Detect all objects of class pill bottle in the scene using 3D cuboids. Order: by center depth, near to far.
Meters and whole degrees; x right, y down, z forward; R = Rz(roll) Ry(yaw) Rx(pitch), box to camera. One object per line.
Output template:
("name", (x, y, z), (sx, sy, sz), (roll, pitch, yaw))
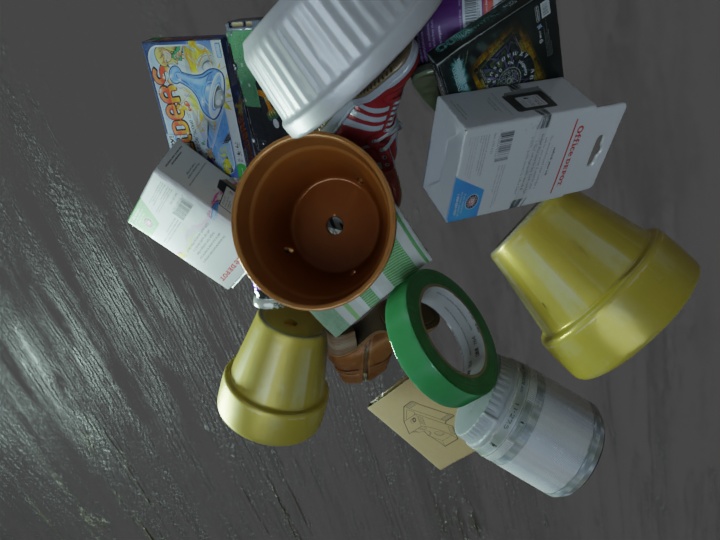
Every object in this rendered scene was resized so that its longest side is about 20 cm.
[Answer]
("pill bottle", (0.080, -0.287, 0.634), (0.195, 0.113, 0.115), (0, 122, 21))

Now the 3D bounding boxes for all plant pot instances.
("plant pot", (-0.046, -0.060, 0.690), (0.195, 0.140, 0.206), (1, 93, 9))
("plant pot", (0.278, -0.002, 0.698), (0.189, 0.200, 0.202), (45, 127, 8))
("plant pot", (-0.140, 0.167, 0.971), (0.197, 0.201, 0.193), (19, 111, 7))

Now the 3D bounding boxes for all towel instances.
("towel", (0.000, 0.000, 0.815), (0.199, 0.023, 0.153), (-39, 130, 4))

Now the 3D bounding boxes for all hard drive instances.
("hard drive", (-0.111, -0.239, 0.755), (0.138, 0.038, 0.204), (17, 130, 39))

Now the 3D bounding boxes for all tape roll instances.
("tape roll", (0.123, 0.097, 0.810), (0.200, 0.202, 0.048), (45, 125, -12))

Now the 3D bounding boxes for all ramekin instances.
("ramekin", (-0.023, -0.230, 0.509), (0.200, 0.204, 0.094), (-31, 116, 33))

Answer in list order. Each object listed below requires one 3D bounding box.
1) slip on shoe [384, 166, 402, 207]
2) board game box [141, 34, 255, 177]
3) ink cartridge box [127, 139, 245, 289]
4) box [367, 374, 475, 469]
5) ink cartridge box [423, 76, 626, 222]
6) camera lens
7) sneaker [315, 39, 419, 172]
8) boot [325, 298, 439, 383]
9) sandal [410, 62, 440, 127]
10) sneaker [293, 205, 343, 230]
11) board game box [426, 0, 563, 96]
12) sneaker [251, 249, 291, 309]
("slip on shoe", (0.002, -0.165, 0.763), (0.073, 0.061, 0.203), (-26, 112, 1))
("board game box", (-0.239, -0.243, 0.829), (0.132, 0.035, 0.204), (5, 123, 18))
("ink cartridge box", (-0.248, -0.083, 0.878), (0.198, 0.085, 0.144), (36, 135, -17))
("box", (0.134, 0.283, 1.038), (0.199, 0.021, 0.163), (41, 126, -9))
("ink cartridge box", (0.175, -0.135, 0.600), (0.195, 0.067, 0.117), (-13, 138, -17))
("camera lens", (0.270, 0.247, 0.877), (0.197, 0.161, 0.162), (29, 127, 0))
("sneaker", (0.030, -0.186, 0.643), (0.111, 0.073, 0.199), (27, 154, -25))
("boot", (0.041, 0.132, 0.943), (0.195, 0.078, 0.157), (-15, 136, -3))
("sandal", (0.126, -0.178, 0.669), (0.078, 0.059, 0.201), (-5, 151, 32))
("sneaker", (-0.053, -0.088, 0.841), (0.195, 0.072, 0.108), (13, 161, -17))
("board game box", (0.161, -0.192, 0.608), (0.134, 0.028, 0.201), (-31, 141, 4))
("sneaker", (-0.075, -0.011, 0.849), (0.196, 0.069, 0.102), (-14, 109, -20))
